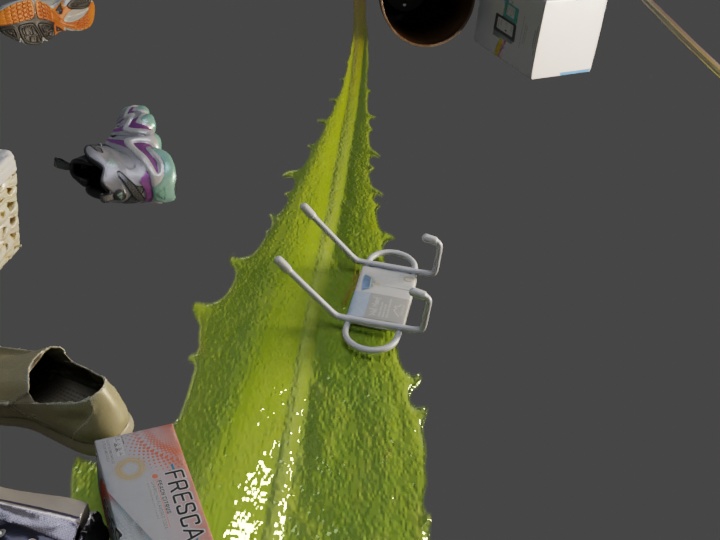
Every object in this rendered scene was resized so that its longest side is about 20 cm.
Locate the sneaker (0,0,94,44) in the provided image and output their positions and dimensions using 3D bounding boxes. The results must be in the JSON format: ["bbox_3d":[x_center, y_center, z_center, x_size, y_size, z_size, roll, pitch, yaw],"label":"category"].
[{"bbox_3d":[-0.566,-0.444,1.553,0.091,0.077,0.199,17,27,28],"label":"sneaker"}]

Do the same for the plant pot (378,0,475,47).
[{"bbox_3d":[0.108,-0.544,1.735,0.183,0.191,0.200,-1,20,-11],"label":"plant pot"}]

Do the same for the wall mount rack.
[{"bbox_3d":[0.000,0.000,0.988,0.170,0.076,0.201,10,33,6],"label":"wall mount rack"}]

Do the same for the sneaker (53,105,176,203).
[{"bbox_3d":[-0.328,-0.151,1.149,0.137,0.079,0.200,-10,37,-24],"label":"sneaker"}]

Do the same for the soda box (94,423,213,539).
[{"bbox_3d":[-0.149,0.209,0.667,0.067,0.065,0.201,-9,37,-23],"label":"soda box"}]

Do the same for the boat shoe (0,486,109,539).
[{"bbox_3d":[-0.290,0.205,0.637,0.195,0.076,0.093,5,31,1],"label":"boat shoe"}]

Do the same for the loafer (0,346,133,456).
[{"bbox_3d":[-0.293,0.100,0.796,0.196,0.069,0.076,15,35,12],"label":"loafer"}]

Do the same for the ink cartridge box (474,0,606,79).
[{"bbox_3d":[0.333,-0.474,1.673,0.144,0.148,0.200,-12,38,-24],"label":"ink cartridge box"}]

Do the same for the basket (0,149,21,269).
[{"bbox_3d":[-0.457,-0.038,0.920,0.133,0.125,0.201,10,33,6],"label":"basket"}]
